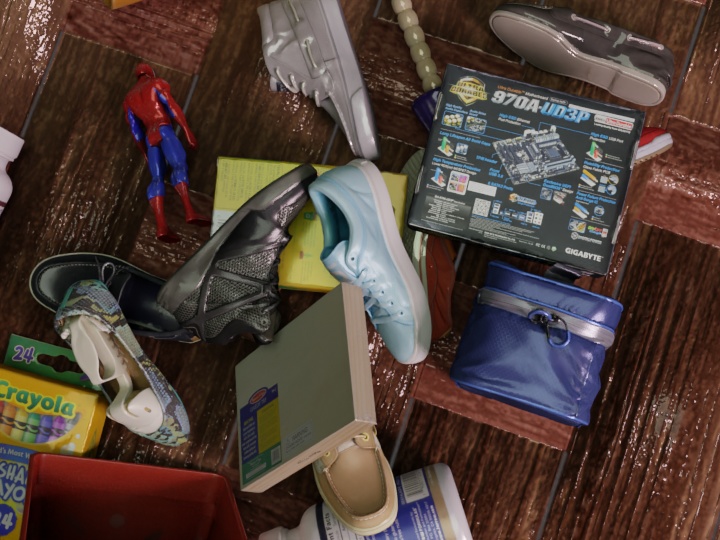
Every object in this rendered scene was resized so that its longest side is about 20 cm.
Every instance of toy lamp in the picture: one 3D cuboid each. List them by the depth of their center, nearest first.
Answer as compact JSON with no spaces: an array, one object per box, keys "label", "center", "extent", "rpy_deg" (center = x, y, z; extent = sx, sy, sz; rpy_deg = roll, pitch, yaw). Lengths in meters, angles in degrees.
[{"label":"toy lamp","center":[0.060,-0.230,1.031],"extent":[0.057,0.058,0.202],"rpy_deg":[-19,82,1]}]

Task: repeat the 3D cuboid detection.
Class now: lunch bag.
[{"label":"lunch bag","center":[0.164,0.062,0.927],"extent":[0.134,0.200,0.134],"rpy_deg":[18,83,9]}]

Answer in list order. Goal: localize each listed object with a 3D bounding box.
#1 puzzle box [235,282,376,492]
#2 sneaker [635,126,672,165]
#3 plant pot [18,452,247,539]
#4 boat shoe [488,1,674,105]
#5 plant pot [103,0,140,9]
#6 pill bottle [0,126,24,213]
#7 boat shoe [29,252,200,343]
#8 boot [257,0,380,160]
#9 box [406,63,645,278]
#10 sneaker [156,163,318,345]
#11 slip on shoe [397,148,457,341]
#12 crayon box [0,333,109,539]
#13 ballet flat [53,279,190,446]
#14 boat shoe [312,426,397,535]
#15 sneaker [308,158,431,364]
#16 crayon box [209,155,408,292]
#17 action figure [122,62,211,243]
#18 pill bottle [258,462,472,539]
[{"label":"puzzle box","center":[-0.058,0.114,0.932],"extent":[0.025,0.200,0.135],"rpy_deg":[14,56,-33]},{"label":"sneaker","center":[0.209,-0.142,1.007],"extent":[0.197,0.071,0.114],"rpy_deg":[-16,87,3]},{"label":"plant pot","center":[-0.222,0.301,0.914],"extent":[0.197,0.200,0.179],"rpy_deg":[10,101,-18]},{"label":"boat shoe","center":[0.229,-0.234,1.023],"extent":[0.198,0.067,0.058],"rpy_deg":[25,70,0]},{"label":"plant pot","center":[-0.199,-0.389,0.999],"extent":[0.181,0.200,0.202],"rpy_deg":[-21,84,-14]},{"label":"pill bottle","center":[-0.429,-0.065,1.010],"extent":[0.112,0.113,0.202],"rpy_deg":[27,86,5]},{"label":"boat shoe","center":[-0.249,0.027,1.019],"extent":[0.197,0.062,0.076],"rpy_deg":[16,88,5]},{"label":"boot","center":[-0.046,-0.196,1.032],"extent":[0.094,0.074,0.203],"rpy_deg":[-18,76,7]},{"label":"box","center":[0.157,-0.094,0.950],"extent":[0.197,0.046,0.161],"rpy_deg":[14,87,5]},{"label":"sneaker","center":[-0.092,-0.005,0.959],"extent":[0.114,0.076,0.200],"rpy_deg":[43,90,2]},{"label":"slip on shoe","center":[0.066,-0.024,1.013],"extent":[0.061,0.074,0.203],"rpy_deg":[7,77,-31]},{"label":"crayon box","center":[-0.336,0.177,1.014],"extent":[0.124,0.052,0.203],"rpy_deg":[14,85,4]},{"label":"ballet flat","center":[-0.238,0.106,0.975],"extent":[0.074,0.074,0.201],"rpy_deg":[-31,107,-1]},{"label":"boat shoe","center":[-0.022,0.156,0.945],"extent":[0.073,0.067,0.201],"rpy_deg":[-22,49,-7]},{"label":"sneaker","center":[0.000,0.000,0.937],"extent":[0.081,0.074,0.202],"rpy_deg":[-19,87,-32]},{"label":"crayon box","center":[-0.053,-0.043,1.021],"extent":[0.197,0.051,0.129],"rpy_deg":[6,85,4]},{"label":"action figure","center":[-0.204,-0.129,1.027],"extent":[0.065,0.052,0.202],"rpy_deg":[-26,71,24]},{"label":"pill bottle","center":[0.008,0.270,0.958],"extent":[0.197,0.116,0.117],"rpy_deg":[-18,84,2]}]
